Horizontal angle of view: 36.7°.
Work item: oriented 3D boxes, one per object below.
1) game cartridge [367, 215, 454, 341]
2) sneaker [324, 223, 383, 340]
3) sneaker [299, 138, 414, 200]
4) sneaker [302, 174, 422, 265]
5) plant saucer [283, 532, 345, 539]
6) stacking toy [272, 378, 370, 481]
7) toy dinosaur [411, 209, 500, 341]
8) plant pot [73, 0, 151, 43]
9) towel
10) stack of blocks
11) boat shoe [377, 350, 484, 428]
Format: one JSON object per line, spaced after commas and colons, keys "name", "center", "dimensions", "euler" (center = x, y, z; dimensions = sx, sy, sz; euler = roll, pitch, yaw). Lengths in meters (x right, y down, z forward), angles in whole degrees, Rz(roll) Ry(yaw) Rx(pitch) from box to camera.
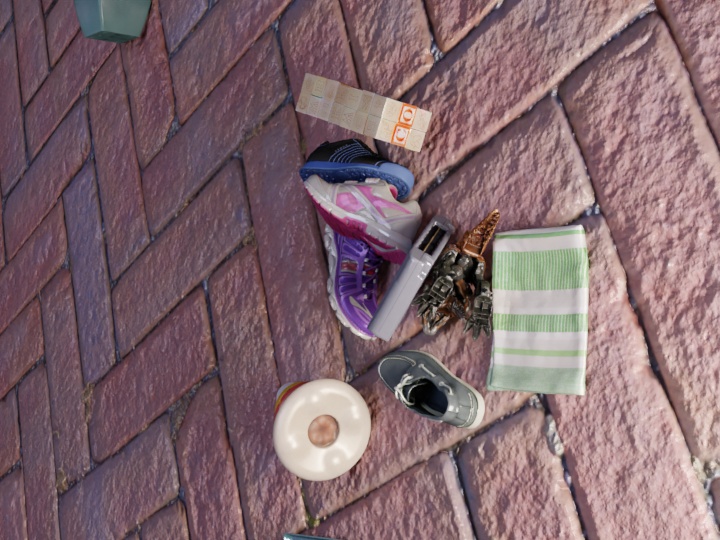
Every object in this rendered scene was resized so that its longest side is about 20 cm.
{"name": "game cartridge", "center": [0.064, 0.012, 1.402], "dimensions": [0.041, 0.200, 0.134], "euler": [27, 112, 5]}
{"name": "sneaker", "center": [0.000, 0.000, 1.558], "dimensions": [0.083, 0.080, 0.202], "euler": [-24, 67, 34]}
{"name": "sneaker", "center": [0.002, -0.156, 1.591], "dimensions": [0.199, 0.070, 0.078], "euler": [11, 55, 35]}
{"name": "sneaker", "center": [0.008, -0.089, 1.526], "dimensions": [0.199, 0.081, 0.088], "euler": [31, 76, 24]}
{"name": "plant saucer", "center": [-0.049, 0.423, 1.574], "dimensions": [0.199, 0.019, 0.071], "euler": [-9, 75, 49]}
{"name": "stacking toy", "center": [-0.082, 0.212, 1.596], "dimensions": [0.200, 0.145, 0.148], "euler": [-159, 80, -67]}
{"name": "toy dinosaur", "center": [0.120, 0.008, 1.382], "dimensions": [0.136, 0.101, 0.202], "euler": [-78, -8, -55]}
{"name": "plant pot", "center": [-0.518, -0.587, 2.271], "dimensions": [0.141, 0.140, 0.202], "euler": [0, 90, 51]}
{"name": "towel", "center": [0.214, 0.048, 1.323], "dimensions": [0.152, 0.023, 0.202], "euler": [-5, 79, 50]}
{"name": "stack of blocks", "center": [0.012, -0.226, 1.555], "dimensions": [0.199, 0.114, 0.059], "euler": [28, 104, 49]}
{"name": "boat shoe", "center": [0.079, 0.152, 1.436], "dimensions": [0.199, 0.061, 0.073], "euler": [26, 103, 50]}
